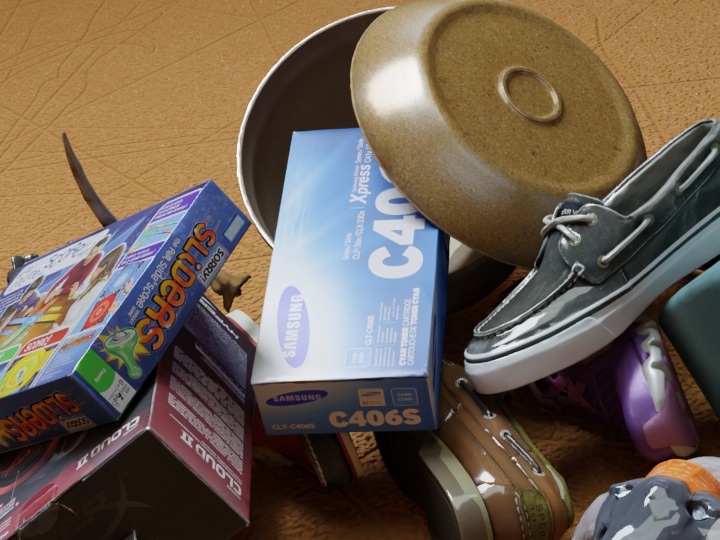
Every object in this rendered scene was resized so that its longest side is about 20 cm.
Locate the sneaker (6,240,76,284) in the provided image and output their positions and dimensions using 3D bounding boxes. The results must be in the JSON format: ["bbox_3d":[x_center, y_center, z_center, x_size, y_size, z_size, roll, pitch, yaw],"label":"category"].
[{"bbox_3d":[-0.161,0.029,1.124,0.070,0.099,0.200,-14,-1,19],"label":"sneaker"}]

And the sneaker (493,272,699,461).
[{"bbox_3d":[0.128,0.052,0.976,0.088,0.081,0.200,-23,28,1],"label":"sneaker"}]

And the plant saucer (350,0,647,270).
[{"bbox_3d":[0.091,-0.091,0.984,0.199,0.035,0.201,16,50,-19],"label":"plant saucer"}]

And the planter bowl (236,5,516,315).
[{"bbox_3d":[0.032,-0.048,1.096,0.198,0.135,0.202,-5,62,9],"label":"planter bowl"}]

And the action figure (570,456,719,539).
[{"bbox_3d":[0.142,0.151,0.732,0.199,0.105,0.194,4,38,31],"label":"action figure"}]

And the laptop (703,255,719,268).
[{"bbox_3d":[0.280,-0.042,1.080,0.199,0.104,0.177,-28,32,-34],"label":"laptop"}]

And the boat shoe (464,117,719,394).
[{"bbox_3d":[0.127,-0.012,0.917,0.199,0.071,0.072,-36,16,-17],"label":"boat shoe"}]

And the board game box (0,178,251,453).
[{"bbox_3d":[-0.155,0.032,0.899,0.199,0.034,0.136,-18,33,50],"label":"board game box"}]

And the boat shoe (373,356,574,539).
[{"bbox_3d":[0.053,0.091,0.929,0.067,0.072,0.200,-13,36,-13],"label":"boat shoe"}]

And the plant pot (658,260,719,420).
[{"bbox_3d":[0.249,0.025,0.855,0.141,0.142,0.200,-35,4,-23],"label":"plant pot"}]

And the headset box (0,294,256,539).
[{"bbox_3d":[-0.131,0.106,0.874,0.148,0.075,0.200,-39,21,14],"label":"headset box"}]

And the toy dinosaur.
[{"bbox_3d":[-0.126,-0.004,0.997,0.106,0.200,0.061,31,81,8],"label":"toy dinosaur"}]

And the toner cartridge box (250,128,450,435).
[{"bbox_3d":[0.000,0.000,0.943,0.094,0.043,0.201,-4,44,10],"label":"toner cartridge box"}]

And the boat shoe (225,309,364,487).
[{"bbox_3d":[-0.060,0.079,0.983,0.062,0.072,0.200,-25,27,-18],"label":"boat shoe"}]
